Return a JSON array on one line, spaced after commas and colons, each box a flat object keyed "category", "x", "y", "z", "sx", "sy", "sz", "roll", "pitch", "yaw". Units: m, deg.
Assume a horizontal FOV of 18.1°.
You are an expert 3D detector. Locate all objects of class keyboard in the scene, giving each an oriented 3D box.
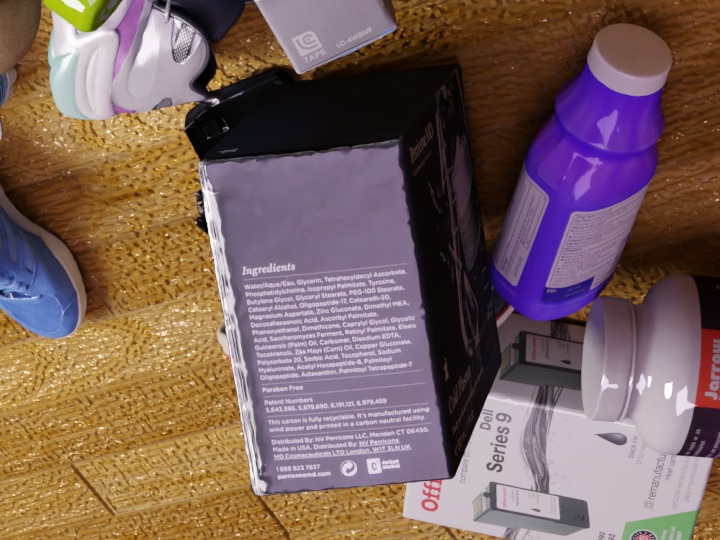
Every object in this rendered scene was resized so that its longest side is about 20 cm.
[{"category": "keyboard", "x": -0.058, "y": -0.043, "z": 1.468, "sx": 0.104, "sy": 0.040, "sz": 0.201, "roll": -23, "pitch": 127, "yaw": 4}]

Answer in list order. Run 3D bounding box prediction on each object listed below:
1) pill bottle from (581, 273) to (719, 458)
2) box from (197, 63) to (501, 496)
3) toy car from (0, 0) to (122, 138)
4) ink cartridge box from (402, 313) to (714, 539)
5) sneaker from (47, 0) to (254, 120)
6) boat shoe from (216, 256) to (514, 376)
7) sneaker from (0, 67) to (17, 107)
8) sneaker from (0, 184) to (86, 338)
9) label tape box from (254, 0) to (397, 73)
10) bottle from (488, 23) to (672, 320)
[{"category": "pill bottle", "x": 0.242, "y": 0.062, "z": 1.403, "sx": 0.199, "sy": 0.113, "sz": 0.113, "roll": 4, "pitch": 136, "yaw": -5}, {"category": "box", "x": 0.000, "y": 0.000, "z": 1.316, "sx": 0.123, "sy": 0.200, "sz": 0.198, "roll": -7, "pitch": 106, "yaw": 14}, {"category": "toy car", "x": -0.205, "y": -0.160, "z": 1.218, "sx": 0.164, "sy": 0.158, "sz": 0.200, "roll": 35, "pitch": 129, "yaw": 1}, {"category": "ink cartridge box", "x": 0.134, "y": 0.113, "z": 1.523, "sx": 0.199, "sy": 0.084, "sz": 0.146, "roll": 11, "pitch": 135, "yaw": 5}, {"category": "sneaker", "x": -0.122, "y": -0.175, "z": 1.324, "sx": 0.139, "sy": 0.078, "sz": 0.201, "roll": 0, "pitch": 138, "yaw": 8}, {"category": "boat shoe", "x": 0.006, "y": 0.030, "z": 1.468, "sx": 0.199, "sy": 0.071, "sz": 0.063, "roll": -20, "pitch": 121, "yaw": 11}, {"category": "sneaker", "x": -0.274, "y": -0.154, "z": 1.365, "sx": 0.078, "sy": 0.090, "sz": 0.200, "roll": -10, "pitch": 129, "yaw": 23}, {"category": "sneaker", "x": -0.255, "y": -0.001, "z": 1.496, "sx": 0.076, "sy": 0.112, "sz": 0.200, "roll": -9, "pitch": 131, "yaw": 22}, {"category": "label tape box", "x": -0.055, "y": -0.225, "z": 1.190, "sx": 0.066, "sy": 0.144, "sz": 0.200, "roll": -22, "pitch": 126, "yaw": 9}, {"category": "bottle", "x": 0.135, "y": -0.058, "z": 1.355, "sx": 0.065, "sy": 0.083, "sz": 0.201, "roll": 45, "pitch": 143, "yaw": 26}]
